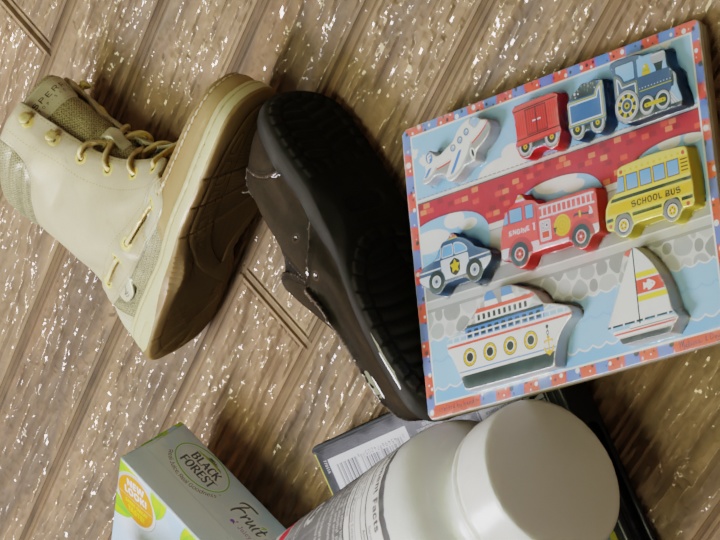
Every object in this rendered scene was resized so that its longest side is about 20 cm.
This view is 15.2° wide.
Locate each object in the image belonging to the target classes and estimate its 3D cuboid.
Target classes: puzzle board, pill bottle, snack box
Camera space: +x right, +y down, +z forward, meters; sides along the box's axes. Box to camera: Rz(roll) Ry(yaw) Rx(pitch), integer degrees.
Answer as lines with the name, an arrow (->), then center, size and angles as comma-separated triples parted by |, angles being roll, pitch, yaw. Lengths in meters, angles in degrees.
puzzle board -> 0.094, -0.021, 1.293 | 0.200, 0.017, 0.151 | -19, 70, 45
pill bottle -> 0.039, 0.142, 1.360 | 0.200, 0.110, 0.111 | -39, 77, 46
snack box -> -0.066, 0.204, 1.560 | 0.200, 0.053, 0.143 | 43, 143, 26

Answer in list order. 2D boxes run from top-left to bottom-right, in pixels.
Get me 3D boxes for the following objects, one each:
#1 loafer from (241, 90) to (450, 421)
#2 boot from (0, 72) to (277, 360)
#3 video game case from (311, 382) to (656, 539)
loafer -> 0.000, 0.000, 1.415 | 0.201, 0.073, 0.071 | 63, 143, 24
boot -> -0.129, -0.066, 1.517 | 0.155, 0.073, 0.200 | 44, 138, 21
video game case -> 0.075, 0.147, 1.427 | 0.200, 0.025, 0.181 | -27, 85, 48
